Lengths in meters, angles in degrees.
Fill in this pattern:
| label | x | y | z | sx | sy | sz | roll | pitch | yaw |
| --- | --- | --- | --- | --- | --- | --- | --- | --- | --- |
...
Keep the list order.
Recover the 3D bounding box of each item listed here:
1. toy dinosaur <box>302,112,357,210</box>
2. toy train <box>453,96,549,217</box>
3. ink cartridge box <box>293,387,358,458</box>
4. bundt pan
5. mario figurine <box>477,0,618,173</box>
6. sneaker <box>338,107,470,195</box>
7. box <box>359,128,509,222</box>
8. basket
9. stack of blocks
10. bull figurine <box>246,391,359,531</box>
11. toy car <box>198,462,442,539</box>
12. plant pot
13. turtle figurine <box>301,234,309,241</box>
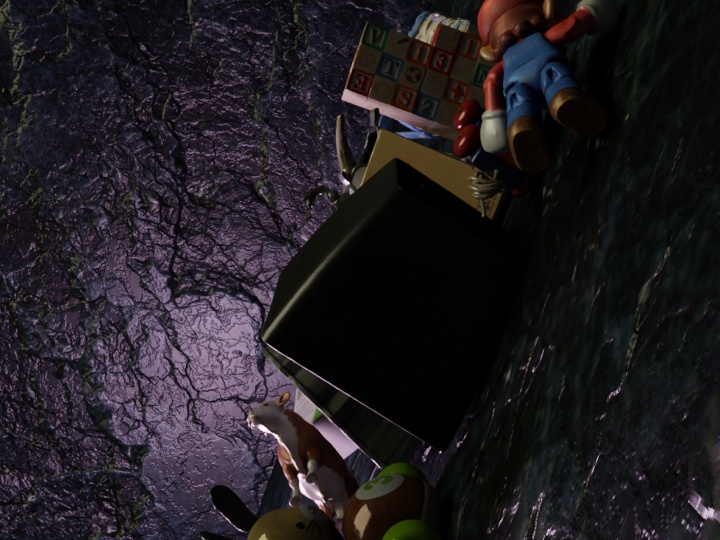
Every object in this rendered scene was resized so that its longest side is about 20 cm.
| label | x | y | z | sx | sy | sz | roll | pitch | yaw |
| --- | --- | --- | --- | --- | --- | --- | --- | --- | --- |
| toy dinosaur | -0.015 | -0.076 | 1.292 | 0.087 | 0.202 | 0.047 | -24 | 0 | 13 |
| toy train | 0.149 | -0.132 | 0.998 | 0.116 | 0.084 | 0.201 | -53 | 12 | 26 |
| ink cartridge box | -0.015 | 0.113 | 1.370 | 0.146 | 0.083 | 0.202 | -45 | 31 | 47 |
| bundt pan | -0.008 | 0.126 | 1.136 | 0.076 | 0.202 | 0.202 | -46 | 2 | -6 |
| mario figurine | 0.160 | -0.164 | 0.914 | 0.202 | 0.121 | 0.107 | -92 | -2 | -45 |
| sneaker | 0.059 | -0.132 | 1.259 | 0.199 | 0.141 | 0.077 | -35 | 4 | -34 |
| box | 0.057 | -0.032 | 1.168 | 0.021 | 0.162 | 0.203 | -2 | -65 | -63 |
| basket | 0.104 | -0.257 | 1.459 | 0.199 | 0.138 | 0.179 | 22 | 93 | 55 |
| stack of blocks | 0.088 | -0.233 | 1.307 | 0.059 | 0.197 | 0.117 | 149 | 139 | -83 |
| bull figurine | -0.058 | 0.237 | 1.281 | 0.065 | 0.200 | 0.122 | -32 | 33 | 14 |
| toy car | -0.040 | 0.234 | 0.939 | 0.164 | 0.197 | 0.160 | -99 | 29 | -80 |
| plant pot | 0.043 | 0.014 | 1.022 | 0.178 | 0.199 | 0.200 | -55 | 8 | 15 |
| turtle figurine | 0.017 | -0.051 | 1.609 | 0.194 | 0.142 | 0.203 | -36 | 66 | 56 |
